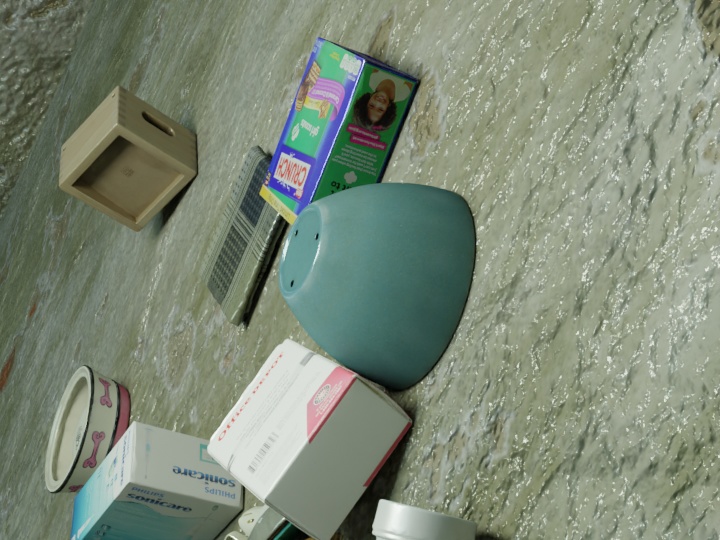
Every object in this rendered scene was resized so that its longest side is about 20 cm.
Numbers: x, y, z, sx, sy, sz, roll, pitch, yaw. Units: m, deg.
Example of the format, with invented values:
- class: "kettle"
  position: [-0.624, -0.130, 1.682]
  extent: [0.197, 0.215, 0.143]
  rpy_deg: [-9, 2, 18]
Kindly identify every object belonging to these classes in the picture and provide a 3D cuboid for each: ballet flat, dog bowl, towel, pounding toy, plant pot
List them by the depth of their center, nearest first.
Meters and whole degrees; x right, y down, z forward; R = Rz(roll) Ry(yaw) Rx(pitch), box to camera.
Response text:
- class: "plant pot"
  position: [0.000, 0.000, 1.352]
  extent: [0.200, 0.134, 0.201]
  rpy_deg: [-47, 34, 46]
- class: "ballet flat"
  position: [-0.110, 0.285, 1.467]
  extent: [0.064, 0.067, 0.201]
  rpy_deg: [43, 124, 20]
- class: "towel"
  position: [-0.145, -0.045, 1.845]
  extent: [0.201, 0.034, 0.193]
  rpy_deg: [-65, 27, 12]
- class: "dog bowl"
  position: [-0.421, 0.253, 2.183]
  extent: [0.200, 0.073, 0.201]
  rpy_deg: [-45, 36, 46]
- class: "pounding toy"
  position: [-0.360, -0.170, 2.244]
  extent: [0.184, 0.199, 0.143]
  rpy_deg: [-40, 36, 27]

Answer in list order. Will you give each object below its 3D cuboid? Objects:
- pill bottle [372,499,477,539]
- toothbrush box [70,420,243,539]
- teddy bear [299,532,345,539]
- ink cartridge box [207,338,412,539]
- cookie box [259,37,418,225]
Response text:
- class: "pill bottle"
  position: [0.032, 0.288, 1.108]
  extent: [0.111, 0.110, 0.202]
  rpy_deg: [-6, 69, 65]
- class: "toothbrush box"
  position: [-0.245, 0.278, 1.685]
  extent: [0.200, 0.145, 0.086]
  rpy_deg: [-49, 32, 43]
- class: "teddy bear"
  position: [-0.058, 0.320, 1.340]
  extent: [0.146, 0.066, 0.200]
  rpy_deg: [-58, 28, 24]
- class: "ink cartridge box"
  position: [-0.055, 0.161, 1.379]
  extent: [0.147, 0.083, 0.200]
  rpy_deg: [-54, 22, -7]
- class: "cookie box"
  position: [-0.029, -0.147, 1.594]
  extent: [0.201, 0.075, 0.171]
  rpy_deg: [-69, 24, 9]
